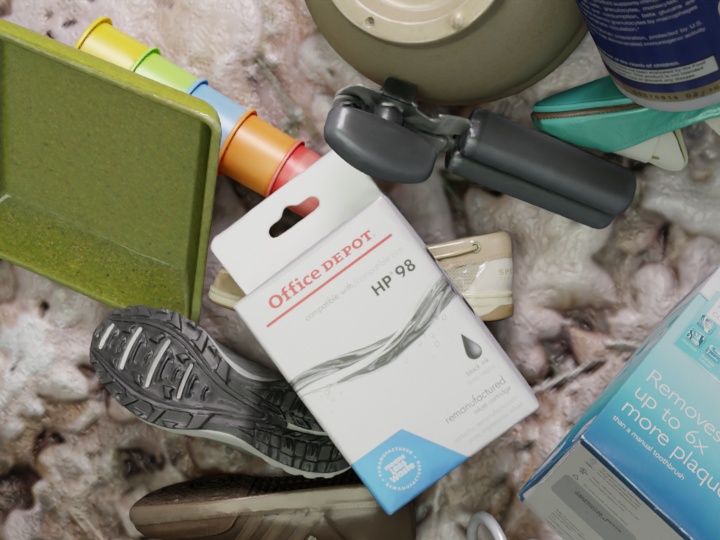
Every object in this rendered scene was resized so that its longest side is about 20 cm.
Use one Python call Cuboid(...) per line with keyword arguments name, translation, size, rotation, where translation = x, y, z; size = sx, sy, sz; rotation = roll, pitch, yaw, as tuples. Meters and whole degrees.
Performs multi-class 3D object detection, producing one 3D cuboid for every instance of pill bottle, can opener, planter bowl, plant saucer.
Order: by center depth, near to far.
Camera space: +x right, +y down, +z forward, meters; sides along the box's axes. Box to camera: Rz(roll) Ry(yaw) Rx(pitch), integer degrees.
Cuboid(name="pill bottle", translation=(0.162, -0.191, 0.895), size=(0.111, 0.111, 0.200), rotation=(-18, 137, 17))
Cuboid(name="planter bowl", translation=(0.046, -0.196, 0.980), size=(0.200, 0.135, 0.200), rotation=(2, 99, 14))
Cuboid(name="can opener", translation=(0.071, -0.066, 1.002), size=(0.200, 0.053, 0.066), rotation=(17, 69, -11))
Cuboid(name="plant saucer", translation=(-0.178, -0.070, 1.069), size=(0.200, 0.048, 0.200), rotation=(23, 136, 11))

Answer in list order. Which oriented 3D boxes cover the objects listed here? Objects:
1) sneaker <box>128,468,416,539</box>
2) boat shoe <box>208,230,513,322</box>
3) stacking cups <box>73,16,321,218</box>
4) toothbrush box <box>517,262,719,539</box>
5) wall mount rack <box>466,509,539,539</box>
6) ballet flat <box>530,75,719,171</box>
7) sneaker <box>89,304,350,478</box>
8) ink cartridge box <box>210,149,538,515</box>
Cuboid(name="sneaker", translation=(-0.061, 0.180, 1.098), size=(0.200, 0.070, 0.076), rotation=(-6, 98, 16))
Cuboid(name="boat shoe", translation=(0.000, 0.000, 1.057), size=(0.200, 0.072, 0.065), rotation=(0, 94, 9))
Cuboid(name="stacking cups", translation=(-0.098, -0.099, 1.076), size=(0.200, 0.061, 0.061), rotation=(28, 104, 6))
Cuboid(name="toothbrush box", translation=(0.211, 0.104, 0.945), size=(0.146, 0.200, 0.085), rotation=(44, 141, 6))
Cuboid(name="wall mount rack", translation=(0.130, 0.245, 1.009), size=(0.075, 0.174, 0.200), rotation=(-12, 96, -19))
Cuboid(name="ballet flat", translation=(0.205, -0.099, 0.991), size=(0.200, 0.067, 0.070), rotation=(-17, 108, 19))
Cuboid(name="sneaker", translation=(-0.090, 0.087, 1.085), size=(0.200, 0.079, 0.074), rotation=(24, 79, 6))
Cuboid(name="ink cartridge box", translation=(0.004, 0.033, 0.992), size=(0.116, 0.067, 0.200), rotation=(-37, 92, 5))
